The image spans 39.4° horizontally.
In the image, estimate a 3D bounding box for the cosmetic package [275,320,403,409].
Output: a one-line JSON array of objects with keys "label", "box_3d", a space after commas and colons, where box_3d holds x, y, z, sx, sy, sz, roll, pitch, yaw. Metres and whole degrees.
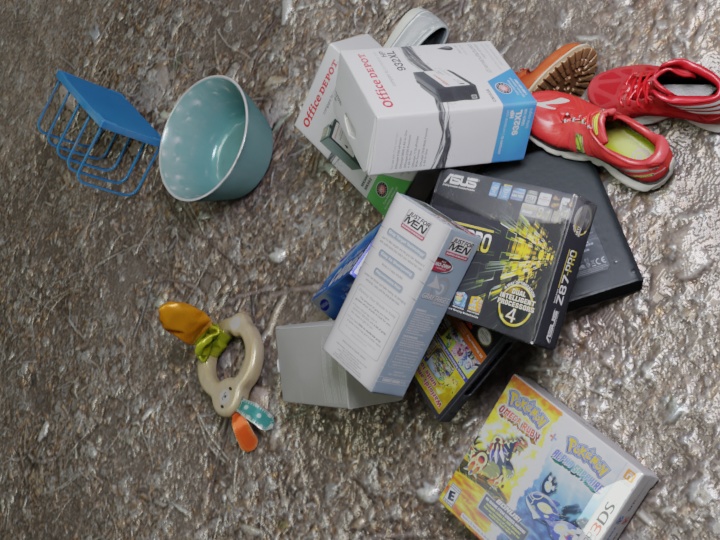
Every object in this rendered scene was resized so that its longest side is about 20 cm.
[{"label": "cosmetic package", "box_3d": [-0.032, 0.117, 1.293, 0.199, 0.089, 0.108, -4, 91, 64]}]

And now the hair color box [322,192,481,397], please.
[{"label": "hair color box", "box_3d": [0.044, 0.028, 1.123, 0.099, 0.060, 0.202, 36, 106, 43]}]

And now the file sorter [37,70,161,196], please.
[{"label": "file sorter", "box_3d": [-0.464, -0.239, 1.779, 0.200, 0.138, 0.124, 43, 109, 39]}]

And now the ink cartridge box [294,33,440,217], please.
[{"label": "ink cartridge box", "box_3d": [0.022, -0.190, 1.327, 0.200, 0.084, 0.147, 45, 132, 18]}]

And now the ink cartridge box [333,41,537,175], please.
[{"label": "ink cartridge box", "box_3d": [0.083, -0.194, 1.177, 0.146, 0.197, 0.084, -115, 24, -43]}]

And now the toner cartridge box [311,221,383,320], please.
[{"label": "toner cartridge box", "box_3d": [0.000, 0.000, 1.293, 0.095, 0.043, 0.200, -54, 6, -20]}]

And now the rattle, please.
[{"label": "rattle", "box_3d": [-0.209, 0.150, 1.456, 0.129, 0.143, 0.202, -16, 60, 15]}]

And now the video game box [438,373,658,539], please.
[{"label": "video game box", "box_3d": [0.206, 0.248, 1.141, 0.200, 0.047, 0.183, 37, 99, 40]}]

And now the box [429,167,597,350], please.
[{"label": "box", "box_3d": [0.149, -0.017, 1.108, 0.199, 0.049, 0.163, 19, 90, 46]}]

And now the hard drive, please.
[{"label": "hard drive", "box_3d": [0.229, -0.051, 1.177, 0.138, 0.033, 0.202, -17, 63, 2]}]

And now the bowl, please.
[{"label": "bowl", "box_3d": [-0.214, -0.192, 1.576, 0.199, 0.105, 0.204, -12, 70, 36]}]

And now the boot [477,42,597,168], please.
[{"label": "boot", "box_3d": [0.203, -0.231, 1.268, 0.200, 0.075, 0.108, -40, 50, 25]}]

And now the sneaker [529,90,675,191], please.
[{"label": "sneaker", "box_3d": [0.270, -0.165, 1.153, 0.198, 0.085, 0.078, 27, 81, 22]}]

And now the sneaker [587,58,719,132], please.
[{"label": "sneaker", "box_3d": [0.328, -0.212, 1.126, 0.198, 0.115, 0.079, 12, 85, 41]}]

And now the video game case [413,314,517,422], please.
[{"label": "video game case", "box_3d": [0.103, 0.044, 1.201, 0.181, 0.025, 0.201, -54, 48, 27]}]

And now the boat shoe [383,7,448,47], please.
[{"label": "boat shoe", "box_3d": [0.054, -0.267, 1.400, 0.071, 0.070, 0.202, 39, 101, 41]}]
